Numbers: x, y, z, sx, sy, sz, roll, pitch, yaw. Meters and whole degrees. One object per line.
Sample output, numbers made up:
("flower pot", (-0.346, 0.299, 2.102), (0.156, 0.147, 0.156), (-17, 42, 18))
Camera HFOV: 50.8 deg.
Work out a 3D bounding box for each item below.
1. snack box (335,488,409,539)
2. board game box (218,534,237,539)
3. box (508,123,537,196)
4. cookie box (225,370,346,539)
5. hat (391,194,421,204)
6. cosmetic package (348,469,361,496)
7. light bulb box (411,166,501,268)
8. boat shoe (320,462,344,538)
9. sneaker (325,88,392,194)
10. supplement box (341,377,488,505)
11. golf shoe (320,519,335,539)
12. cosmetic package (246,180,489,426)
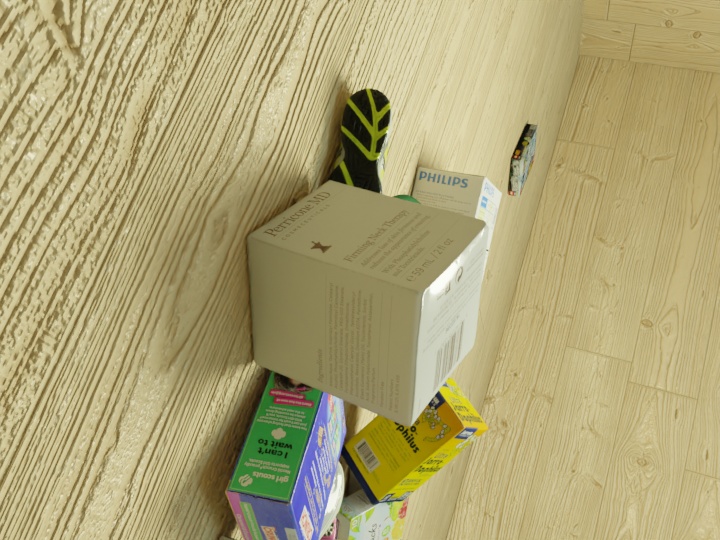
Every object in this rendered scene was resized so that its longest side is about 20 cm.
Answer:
("snack box", (0.009, 0.465, 1.310), (0.142, 0.053, 0.201), (-16, 123, -39))
("board game box", (-0.179, 0.406, 0.816), (0.200, 0.035, 0.127), (-56, 152, -48))
("box", (0.502, -0.341, 2.342), (0.137, 0.040, 0.200), (85, 26, -43))
("cookie box", (-0.077, 0.216, 0.880), (0.171, 0.075, 0.200), (85, 15, -44))
("hat", (0.000, 0.000, 1.038), (0.166, 0.176, 0.201), (-31, 114, -45))
("cosmetic package", (0.014, 0.412, 1.384), (0.083, 0.050, 0.201), (-50, 149, -52))
("light bulb box", (0.163, -0.067, 1.369), (0.198, 0.124, 0.201), (8, 94, -71))
("boat shoe", (-0.078, 0.329, 1.010), (0.072, 0.070, 0.201), (87, 27, -51))
("sneaker", (0.001, -0.117, 0.930), (0.076, 0.075, 0.201), (-23, 131, -80))
("supplement box", (0.085, 0.272, 1.223), (0.200, 0.110, 0.109), (-44, 151, 14))
("golf shoe", (-0.093, 0.412, 1.054), (0.092, 0.075, 0.200), (116, 0, -54))
("cosmetic package", (0.008, 0.027, 0.814), (0.167, 0.199, 0.167), (-42, 142, -48))
